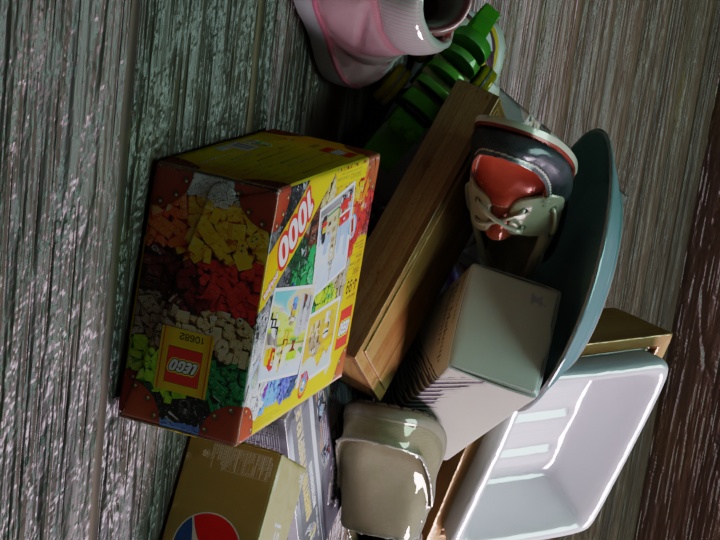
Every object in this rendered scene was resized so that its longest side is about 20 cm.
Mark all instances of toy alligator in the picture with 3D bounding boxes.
[{"bbox_3d":[0.037,-0.108,1.557,0.200,0.059,0.054,-51,-173,-12],"label":"toy alligator"}]

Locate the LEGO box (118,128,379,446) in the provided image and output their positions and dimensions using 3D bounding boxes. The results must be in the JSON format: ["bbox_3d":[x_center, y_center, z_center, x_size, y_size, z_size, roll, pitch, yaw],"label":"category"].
[{"bbox_3d":[-0.062,0.004,1.350,0.200,0.077,0.150,-29,130,-71],"label":"LEGO box"}]

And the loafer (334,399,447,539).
[{"bbox_3d":[0.021,0.153,1.604,0.200,0.075,0.069,78,23,-61],"label":"loafer"}]

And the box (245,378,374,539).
[{"bbox_3d":[-0.039,0.099,1.577,0.201,0.048,0.159,85,24,-49],"label":"box"}]

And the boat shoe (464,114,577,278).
[{"bbox_3d":[0.100,-0.046,1.494,0.200,0.071,0.063,71,43,-73],"label":"boat shoe"}]

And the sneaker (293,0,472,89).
[{"bbox_3d":[0.025,-0.162,1.482,0.200,0.104,0.076,54,50,-73],"label":"sneaker"}]

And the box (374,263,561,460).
[{"bbox_3d":[0.069,0.067,1.582,0.200,0.068,0.083,130,-24,-66],"label":"box"}]

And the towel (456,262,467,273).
[{"bbox_3d":[0.104,0.017,1.889,0.023,0.144,0.200,-36,159,-3],"label":"towel"}]

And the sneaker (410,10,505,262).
[{"bbox_3d":[0.058,-0.101,1.743,0.090,0.074,0.202,-7,104,-65],"label":"sneaker"}]

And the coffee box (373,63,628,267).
[{"bbox_3d":[0.098,-0.061,1.690,0.200,0.080,0.114,33,87,-47],"label":"coffee box"}]

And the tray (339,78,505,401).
[{"bbox_3d":[0.040,-0.019,1.526,0.201,0.037,0.099,-62,162,-13],"label":"tray"}]

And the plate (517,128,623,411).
[{"bbox_3d":[0.143,0.002,1.557,0.200,0.025,0.202,-162,-90,-80],"label":"plate"}]

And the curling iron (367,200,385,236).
[{"bbox_3d":[0.000,0.000,1.660,0.200,0.049,0.026,86,23,-62],"label":"curling iron"}]

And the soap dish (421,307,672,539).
[{"bbox_3d":[0.135,0.118,1.741,0.156,0.081,0.201,-5,133,-31],"label":"soap dish"}]

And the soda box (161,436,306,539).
[{"bbox_3d":[-0.096,0.208,1.432,0.068,0.063,0.202,46,59,-73],"label":"soda box"}]

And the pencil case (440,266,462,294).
[{"bbox_3d":[0.078,0.067,1.792,0.200,0.083,0.086,49,32,-46],"label":"pencil case"}]
